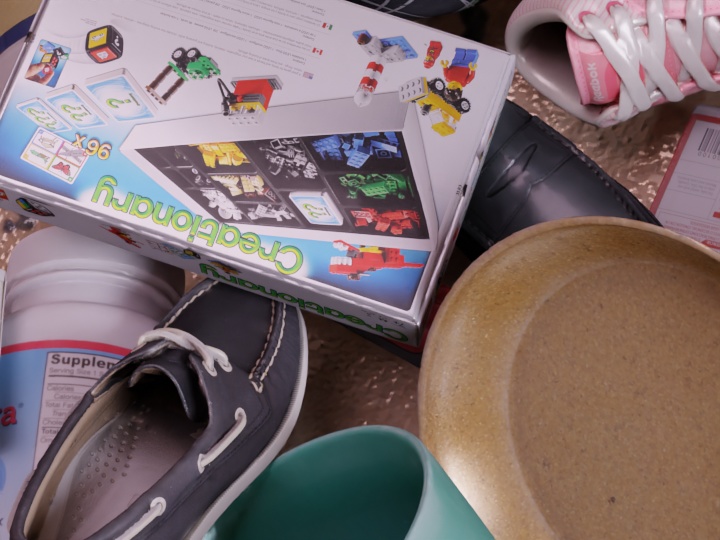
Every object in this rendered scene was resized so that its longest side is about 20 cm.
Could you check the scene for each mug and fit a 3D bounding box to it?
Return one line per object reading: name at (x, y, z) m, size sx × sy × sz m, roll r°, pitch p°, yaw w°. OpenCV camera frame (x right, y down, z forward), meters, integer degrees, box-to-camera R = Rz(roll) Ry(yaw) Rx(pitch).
mug at (-0.003, 0.144, 0.846) m, size 0.151 × 0.115 × 0.186 m, roll -25°, pitch 23°, yaw 27°

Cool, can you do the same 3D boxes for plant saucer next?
plant saucer at (0.112, 0.071, 0.833) m, size 0.199 × 0.202 × 0.035 m, roll 20°, pitch 29°, yaw 32°

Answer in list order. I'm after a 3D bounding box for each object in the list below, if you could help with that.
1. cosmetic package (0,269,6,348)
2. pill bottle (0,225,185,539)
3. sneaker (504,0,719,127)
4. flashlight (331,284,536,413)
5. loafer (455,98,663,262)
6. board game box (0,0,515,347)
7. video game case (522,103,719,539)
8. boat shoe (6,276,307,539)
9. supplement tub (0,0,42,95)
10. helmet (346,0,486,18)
cosmetic package at (-0.219, 0.080, 0.955) m, size 0.200 × 0.050 × 0.083 m, roll -48°, pitch 33°, yaw 40°
pill bottle at (-0.124, 0.086, 0.944) m, size 0.108 × 0.109 × 0.202 m, roll -9°, pitch 58°, yaw 18°
sneaker at (0.151, -0.099, 0.936) m, size 0.199 × 0.076 × 0.105 m, roll 14°, pitch 44°, yaw 37°
flashlight at (0.000, 0.000, 0.945) m, size 0.199 × 0.067 × 0.069 m, roll 27°, pitch 110°, yaw 28°
loafer at (0.060, -0.037, 0.948) m, size 0.068 × 0.070 × 0.200 m, roll -47°, pitch 48°, yaw -6°
board game box at (-0.048, -0.060, 0.909) m, size 0.198 × 0.035 × 0.127 m, roll 19°, pitch 72°, yaw 8°
video game case at (0.168, 0.030, 0.904) m, size 0.142 × 0.017 × 0.201 m, roll 15°, pitch 68°, yaw 30°
boat shoe at (-0.079, 0.060, 0.861) m, size 0.073 × 0.061 × 0.200 m, roll 14°, pitch 47°, yaw 23°
supplement tub at (-0.122, -0.139, 1.053) m, size 0.143 × 0.145 × 0.201 m, roll -19°, pitch 55°, yaw 12°
helmet at (0.017, -0.212, 1.005) m, size 0.199 × 0.200 × 0.192 m, roll -28°, pitch 95°, yaw 6°
